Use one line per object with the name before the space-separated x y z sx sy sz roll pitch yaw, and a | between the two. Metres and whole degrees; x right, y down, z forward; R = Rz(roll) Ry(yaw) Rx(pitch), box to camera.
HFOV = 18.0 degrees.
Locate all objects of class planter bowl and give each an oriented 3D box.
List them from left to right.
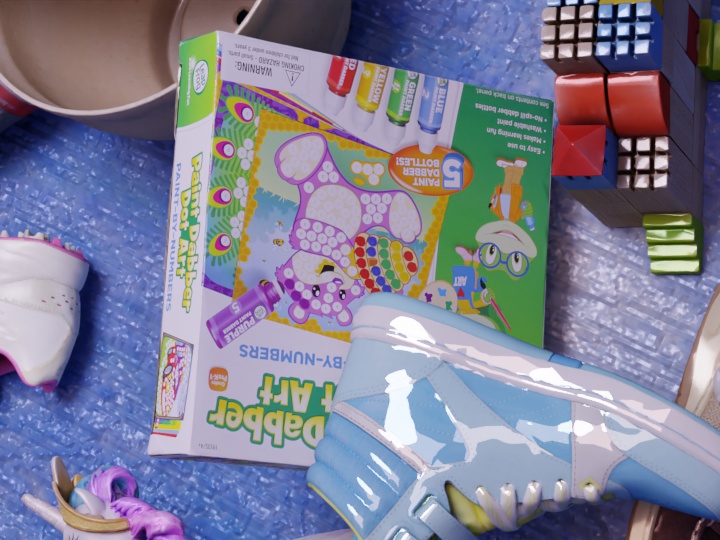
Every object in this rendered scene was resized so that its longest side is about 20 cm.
planter bowl | -0.087 -0.152 1.191 0.200 0.135 0.201 -10 68 26

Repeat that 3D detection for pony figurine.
pony figurine | -0.082 0.190 1.119 0.193 0.166 0.200 -3 91 29

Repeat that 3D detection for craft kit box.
craft kit box | 0.000 0.000 1.092 0.048 0.200 0.198 -4 80 57

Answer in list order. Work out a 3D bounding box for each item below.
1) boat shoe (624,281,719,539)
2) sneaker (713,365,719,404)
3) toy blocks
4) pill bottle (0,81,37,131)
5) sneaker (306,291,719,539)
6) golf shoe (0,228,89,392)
boat shoe | 0.178 0.100 1.068 0.072 0.072 0.200 15 77 25
sneaker | 0.259 0.093 1.013 0.199 0.079 0.130 1 81 -9
toy blocks | 0.129 -0.110 1.099 0.100 0.137 0.200 0 78 21
pill bottle | -0.279 -0.094 1.271 0.200 0.114 0.114 -31 68 13
sneaker | 0.068 0.102 1.017 0.200 0.080 0.131 21 77 19
golf shoe | -0.245 0.029 1.252 0.200 0.075 0.092 -5 79 22
